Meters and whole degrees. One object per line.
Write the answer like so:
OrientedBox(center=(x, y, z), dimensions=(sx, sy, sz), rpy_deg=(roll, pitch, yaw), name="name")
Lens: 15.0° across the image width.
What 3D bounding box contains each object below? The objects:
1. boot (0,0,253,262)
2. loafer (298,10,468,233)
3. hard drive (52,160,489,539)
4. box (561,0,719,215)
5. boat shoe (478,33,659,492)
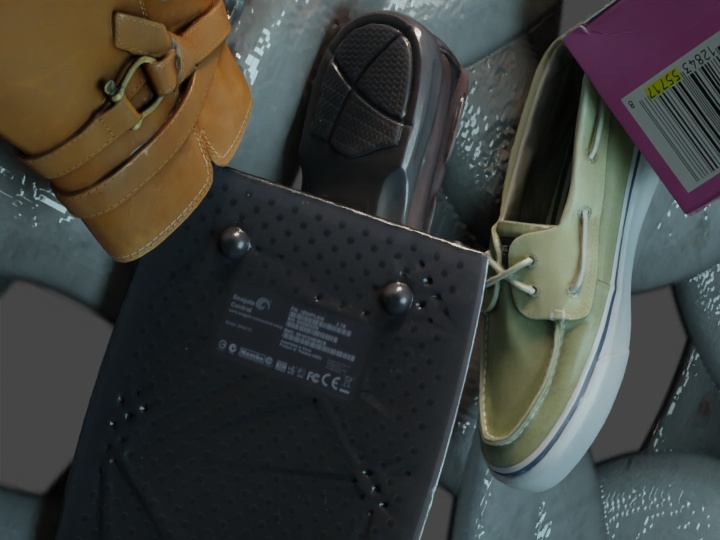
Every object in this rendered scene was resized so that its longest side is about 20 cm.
OrientedBox(center=(-0.111, -0.061, 0.917), dimensions=(0.200, 0.074, 0.155), rpy_deg=(-45, 133, -30), name="boot")
OrientedBox(center=(0.000, 0.000, 1.085), dimensions=(0.063, 0.072, 0.201), rpy_deg=(19, 88, -56), name="loafer")
OrientedBox(center=(-0.036, 0.069, 1.027), dimensions=(0.042, 0.134, 0.201), rpy_deg=(-14, 122, -79), name="hard drive")
OrientedBox(center=(0.216, -0.136, 1.161), dimensions=(0.097, 0.176, 0.200), rpy_deg=(54, 45, -1), name="box")
OrientedBox(center=(0.081, -0.006, 1.188), dimensions=(0.062, 0.072, 0.201), rpy_deg=(21, 79, -38), name="boat shoe")
